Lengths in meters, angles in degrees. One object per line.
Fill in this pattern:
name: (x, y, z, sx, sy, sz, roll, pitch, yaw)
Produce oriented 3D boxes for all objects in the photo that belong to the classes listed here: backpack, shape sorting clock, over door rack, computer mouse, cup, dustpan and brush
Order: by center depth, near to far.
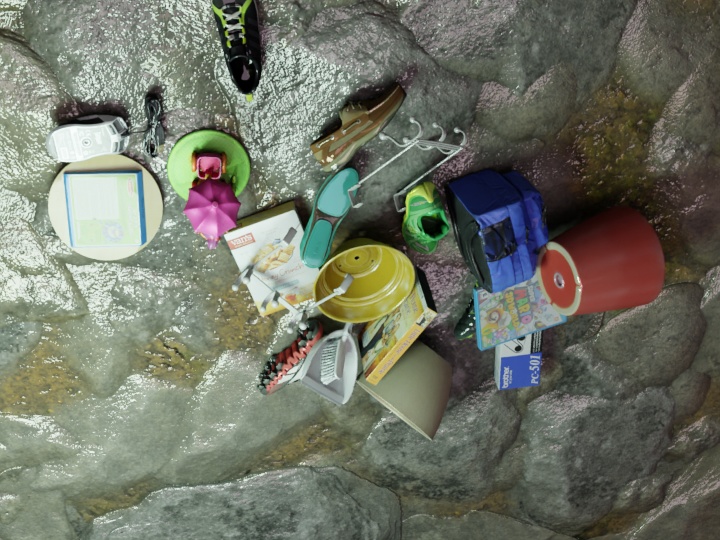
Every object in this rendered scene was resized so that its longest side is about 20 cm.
computer mouse: (-0.430, -0.234, 1.582, 0.196, 0.044, 0.111, -9, 129, -12)
over door rack: (0.077, -0.192, 1.655, 0.146, 0.067, 0.200, 0, 142, -48)
shape sorting clock: (-0.450, -0.113, 1.657, 0.196, 0.039, 0.204, -4, 116, -8)
over door rack: (-0.130, 0.029, 1.685, 0.147, 0.067, 0.199, 39, 136, -14)
backpack: (0.264, -0.066, 1.746, 0.165, 0.163, 0.203, -17, 124, -3)
dustpan and brush: (-0.041, 0.147, 1.840, 0.057, 0.203, 0.139, -12, 147, 37)
cup: (0.108, 0.228, 1.912, 0.200, 0.200, 0.144, 43, 81, -30)

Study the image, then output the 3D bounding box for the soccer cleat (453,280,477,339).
soccer cleat: (0.249, 0.054, 1.887, 0.081, 0.068, 0.200, 39, 103, -20)

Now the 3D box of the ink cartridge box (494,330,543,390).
ink cartridge box: (0.335, 0.157, 1.977, 0.092, 0.044, 0.203, -6, 124, -5)

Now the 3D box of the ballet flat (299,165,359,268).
ballet flat: (-0.063, -0.104, 1.711, 0.066, 0.070, 0.203, 21, 98, -17)

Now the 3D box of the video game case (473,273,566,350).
video game case: (0.321, 0.069, 1.869, 0.197, 0.018, 0.145, -17, 122, -13)

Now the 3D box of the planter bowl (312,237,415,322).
planter bowl: (0.000, 0.000, 1.779, 0.196, 0.084, 0.203, -8, 135, -8)

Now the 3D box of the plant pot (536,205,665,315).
plant pot: (0.442, -0.006, 1.770, 0.175, 0.201, 0.203, -17, 127, -20)

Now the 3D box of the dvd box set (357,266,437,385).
dvd box set: (0.069, 0.108, 1.835, 0.029, 0.147, 0.201, 29, 115, -24)

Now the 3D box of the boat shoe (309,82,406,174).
boat shoe: (-0.007, -0.256, 1.626, 0.200, 0.076, 0.074, -43, 103, 11)

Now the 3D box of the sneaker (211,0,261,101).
sneaker: (-0.191, -0.373, 1.507, 0.070, 0.083, 0.203, -13, 125, -2)

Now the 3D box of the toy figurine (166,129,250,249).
toy figurine: (-0.260, -0.110, 1.607, 0.147, 0.185, 0.203, 0, 124, -10)

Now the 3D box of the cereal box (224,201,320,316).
cereal box: (-0.158, -0.020, 1.772, 0.142, 0.040, 0.202, -19, 125, 4)

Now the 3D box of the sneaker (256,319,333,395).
sneaker: (-0.126, 0.193, 1.900, 0.097, 0.071, 0.200, 36, 109, -26)

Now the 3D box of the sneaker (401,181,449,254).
sneaker: (0.121, -0.079, 1.733, 0.073, 0.084, 0.201, -23, 152, -7)
